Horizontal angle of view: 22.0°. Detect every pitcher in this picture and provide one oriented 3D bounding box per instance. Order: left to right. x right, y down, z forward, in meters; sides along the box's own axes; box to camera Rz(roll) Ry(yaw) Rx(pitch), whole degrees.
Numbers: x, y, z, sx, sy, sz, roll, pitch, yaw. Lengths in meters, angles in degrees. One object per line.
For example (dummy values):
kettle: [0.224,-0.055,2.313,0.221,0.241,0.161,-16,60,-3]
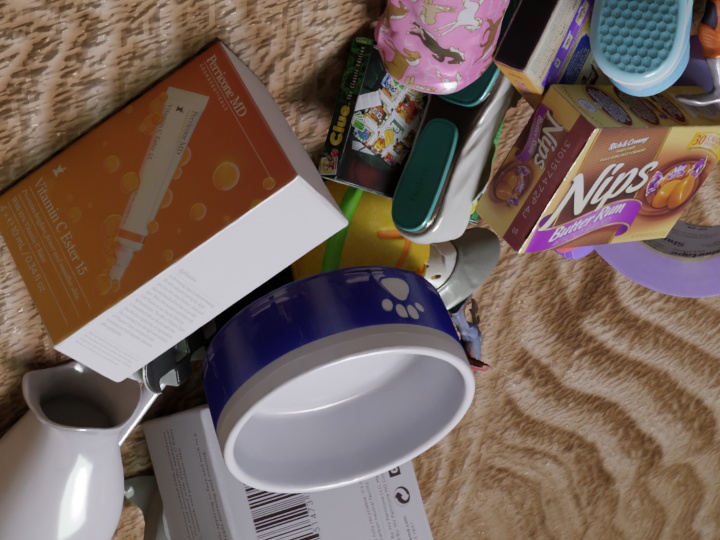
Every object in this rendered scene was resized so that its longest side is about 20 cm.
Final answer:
pitcher: [-0.232,0.157,1.532,0.171,0.121,0.201,-25,147,-48]

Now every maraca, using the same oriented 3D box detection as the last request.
maraca: [0.000,0.000,1.469,0.137,0.106,0.201,-56,157,-36]

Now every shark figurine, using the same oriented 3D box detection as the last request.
shark figurine: [-0.193,0.238,1.722,0.089,0.215,0.128,26,163,-18]

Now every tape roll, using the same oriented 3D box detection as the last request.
tape roll: [0.274,-0.086,1.508,0.200,0.200,0.085,-46,179,28]

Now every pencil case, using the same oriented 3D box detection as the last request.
pencil case: [0.057,-0.201,1.221,0.083,0.086,0.200,-41,159,-24]

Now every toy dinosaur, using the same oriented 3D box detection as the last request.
toy dinosaur: [0.070,0.097,1.701,0.104,0.200,0.182,-13,128,3]

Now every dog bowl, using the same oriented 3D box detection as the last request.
dog bowl: [-0.018,0.085,1.406,0.199,0.079,0.200,-14,148,-9]

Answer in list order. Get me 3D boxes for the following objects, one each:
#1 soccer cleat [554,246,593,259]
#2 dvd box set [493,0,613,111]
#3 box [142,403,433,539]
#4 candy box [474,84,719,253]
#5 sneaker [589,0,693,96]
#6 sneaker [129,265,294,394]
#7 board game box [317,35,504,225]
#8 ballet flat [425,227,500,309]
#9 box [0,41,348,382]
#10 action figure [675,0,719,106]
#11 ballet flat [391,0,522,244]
soccer cleat: [0.220,-0.059,1.660,0.068,0.073,0.200,-19,152,-23]
dvd box set: [0.169,-0.178,1.364,0.147,0.029,0.200,-64,153,-4]
box: [-0.062,0.200,1.644,0.199,0.200,0.131,-14,178,-32]
candy box: [0.188,-0.079,1.384,0.199,0.056,0.117,-7,136,-49]
sneaker: [0.205,-0.217,1.297,0.131,0.079,0.201,40,65,-77]
sneaker: [-0.129,0.018,1.441,0.200,0.088,0.074,-32,130,-42]
board game box: [0.044,-0.101,1.387,0.200,0.023,0.105,15,89,-55]
ballet flat: [0.032,0.017,1.607,0.199,0.068,0.064,-32,146,2]
box: [-0.131,-0.038,1.259,0.200,0.125,0.097,-35,154,7]
action figure: [0.286,-0.215,1.358,0.104,0.195,0.200,13,172,4]
ballet flat: [0.081,-0.113,1.356,0.069,0.069,0.201,14,98,-56]
